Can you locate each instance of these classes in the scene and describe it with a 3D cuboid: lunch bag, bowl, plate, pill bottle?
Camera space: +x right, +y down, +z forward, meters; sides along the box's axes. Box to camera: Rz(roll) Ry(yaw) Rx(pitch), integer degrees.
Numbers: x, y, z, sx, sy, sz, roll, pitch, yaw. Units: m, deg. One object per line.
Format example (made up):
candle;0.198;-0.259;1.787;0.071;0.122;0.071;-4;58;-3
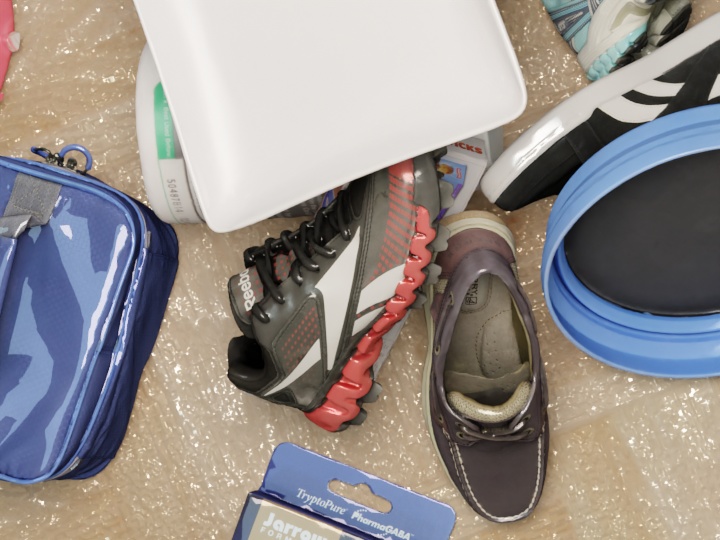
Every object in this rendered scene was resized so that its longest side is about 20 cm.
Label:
lunch bag;-0.193;0.023;1.540;0.136;0.132;0.201;16;91;8
bowl;0.197;-0.017;1.463;0.200;0.201;0.039;-14;50;8
plate;-0.023;-0.143;1.377;0.200;0.032;0.200;-21;86;27
pill bottle;-0.022;-0.088;1.527;0.199;0.113;0.113;-3;88;9

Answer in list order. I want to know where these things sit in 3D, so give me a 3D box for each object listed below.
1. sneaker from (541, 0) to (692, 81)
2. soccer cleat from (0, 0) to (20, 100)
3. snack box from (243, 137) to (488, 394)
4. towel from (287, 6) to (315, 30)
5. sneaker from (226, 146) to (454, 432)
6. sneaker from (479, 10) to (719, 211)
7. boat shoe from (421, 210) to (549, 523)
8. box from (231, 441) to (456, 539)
sneaker;0.150;-0.186;1.477;0.078;0.200;0.086;-31;70;-35
soccer cleat;-0.251;-0.180;1.597;0.076;0.067;0.201;5;95;40
snack box;0.000;0.000;1.504;0.072;0.024;0.200;16;125;-16
towel;-0.008;-0.202;1.493;0.030;0.200;0.146;38;92;-21
sneaker;-0.017;0.003;1.442;0.098;0.071;0.201;13;128;-17
sneaker;0.173;-0.062;1.484;0.200;0.073;0.112;-32;81;-21
boat shoe;0.071;0.065;1.493;0.072;0.065;0.200;-6;120;-1
box;-0.032;0.213;1.562;0.121;0.032;0.200;20;91;9
